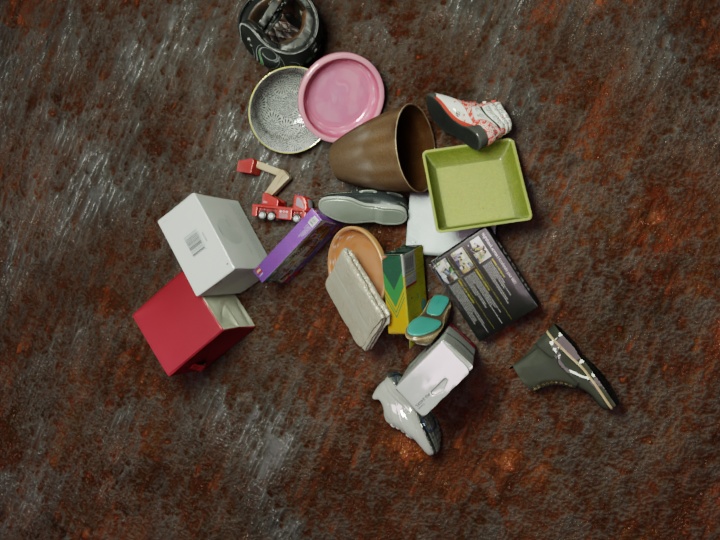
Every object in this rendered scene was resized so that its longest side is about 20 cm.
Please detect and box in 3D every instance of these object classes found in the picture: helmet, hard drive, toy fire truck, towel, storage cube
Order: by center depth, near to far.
[{"bbox_3d":[-0.007,0.062,1.481,0.201,0.034,0.133,59,141,26],"label":"towel"},{"bbox_3d":[0.202,-0.100,1.495,0.198,0.033,0.141,5,91,18],"label":"hard drive"},{"bbox_3d":[-0.181,-0.551,1.549,0.198,0.191,0.202,-1,97,-12],"label":"helmet"},{"bbox_3d":[-0.391,0.122,1.622,0.179,0.171,0.201,-39,77,13],"label":"storage cube"},{"bbox_3d":[-0.202,-0.189,1.624,0.198,0.049,0.143,7,91,19],"label":"toy fire truck"}]

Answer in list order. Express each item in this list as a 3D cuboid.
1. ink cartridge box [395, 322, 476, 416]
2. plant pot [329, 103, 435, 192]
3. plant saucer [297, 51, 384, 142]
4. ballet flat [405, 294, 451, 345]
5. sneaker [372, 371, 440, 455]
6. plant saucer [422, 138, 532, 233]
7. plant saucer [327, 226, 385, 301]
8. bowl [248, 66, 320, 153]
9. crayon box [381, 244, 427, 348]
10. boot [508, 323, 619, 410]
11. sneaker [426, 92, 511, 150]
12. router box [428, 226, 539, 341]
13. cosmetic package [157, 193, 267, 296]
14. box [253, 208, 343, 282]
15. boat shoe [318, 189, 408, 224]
[{"bbox_3d":[0.161,0.201,1.413,0.083,0.200,0.145,44,102,5],"label":"ink cartridge box"},{"bbox_3d":[0.038,-0.253,1.492,0.198,0.186,0.189,-3,88,33],"label":"plant pot"},{"bbox_3d":[-0.047,-0.389,1.525,0.201,0.200,0.051,-48,33,12],"label":"plant saucer"},{"bbox_3d":[0.146,0.120,1.433,0.070,0.200,0.066,14,117,23],"label":"ballet flat"},{"bbox_3d":[0.105,0.325,1.513,0.087,0.074,0.201,-44,70,25],"label":"sneaker"},{"bbox_3d":[0.241,-0.170,1.433,0.197,0.048,0.202,-8,66,2],"label":"plant saucer"},{"bbox_3d":[0.000,0.000,1.519,0.199,0.037,0.202,15,110,47],"label":"plant saucer"},{"bbox_3d":[-0.168,-0.383,1.572,0.201,0.200,0.094,-47,35,12],"label":"bowl"},{"bbox_3d":[0.099,0.054,1.463,0.050,0.127,0.202,-1,100,25],"label":"crayon box"},{"bbox_3d":[0.418,0.231,1.404,0.138,0.077,0.201,-44,63,17],"label":"boot"},{"bbox_3d":[0.237,-0.339,1.475,0.107,0.068,0.202,-29,50,-17],"label":"sneaker"},{"bbox_3d":[0.261,0.027,1.442,0.149,0.051,0.201,-33,90,21],"label":"router box"},{"bbox_3d":[-0.331,-0.057,1.587,0.122,0.200,0.201,-33,79,18],"label":"cosmetic package"},{"bbox_3d":[-0.140,-0.052,1.555,0.200,0.137,0.039,-45,75,12],"label":"box"},{"bbox_3d":[0.007,-0.146,1.513,0.198,0.076,0.061,10,50,-5],"label":"boat shoe"}]
